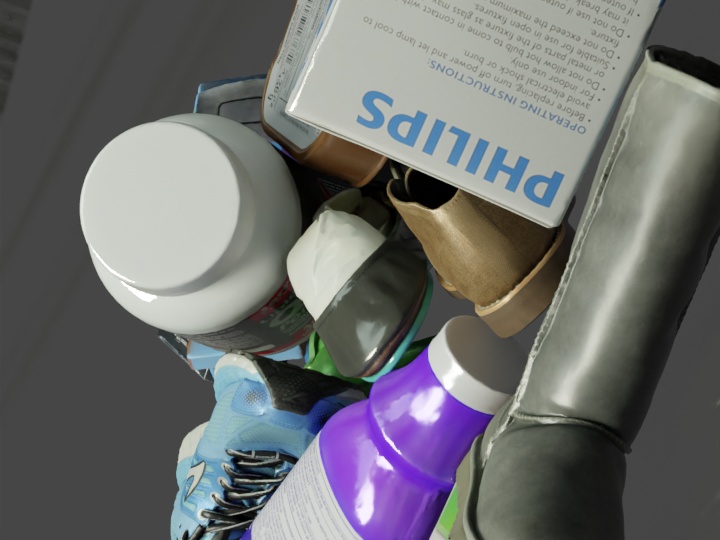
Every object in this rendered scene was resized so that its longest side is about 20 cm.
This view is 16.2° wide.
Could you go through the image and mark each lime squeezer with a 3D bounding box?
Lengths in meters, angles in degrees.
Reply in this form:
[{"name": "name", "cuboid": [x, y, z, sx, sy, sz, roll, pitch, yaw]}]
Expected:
[{"name": "lime squeezer", "cuboid": [0.000, 0.038, 1.319, 0.071, 0.038, 0.200, -49, 13, -4]}]

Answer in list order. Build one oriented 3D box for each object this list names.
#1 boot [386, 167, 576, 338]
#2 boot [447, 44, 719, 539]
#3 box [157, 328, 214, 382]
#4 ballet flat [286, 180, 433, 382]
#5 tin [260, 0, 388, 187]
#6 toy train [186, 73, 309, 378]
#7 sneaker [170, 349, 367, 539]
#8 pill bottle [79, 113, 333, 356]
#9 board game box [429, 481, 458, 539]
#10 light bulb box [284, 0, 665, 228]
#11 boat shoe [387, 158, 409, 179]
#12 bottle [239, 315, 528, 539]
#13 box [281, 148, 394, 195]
[{"name": "boot", "cuboid": [0.049, -0.029, 1.134, 0.074, 0.075, 0.200, -46, 8, 3]}, {"name": "boot", "cuboid": [0.103, 0.024, 0.958, 0.200, 0.072, 0.182, -60, 17, 15]}, {"name": "box", "cuboid": [-0.076, -0.010, 1.683, 0.200, 0.046, 0.160, -157, 86, -76]}, {"name": "ballet flat", "cuboid": [0.000, 0.000, 1.242, 0.068, 0.068, 0.200, -52, 4, 15]}, {"name": "tin", "cuboid": [-0.009, -0.107, 1.285, 0.200, 0.042, 0.112, -138, 64, -73]}, {"name": "toy train", "cuboid": [-0.060, -0.020, 1.481, 0.114, 0.086, 0.200, 68, -159, -44]}, {"name": "sneaker", "cuboid": [-0.050, 0.108, 1.257, 0.200, 0.078, 0.090, 117, 168, -61]}, {"name": "pill bottle", "cuboid": [-0.076, -0.019, 1.295, 0.200, 0.110, 0.111, 31, -103, -76]}, {"name": "board game box", "cuboid": [0.029, 0.180, 1.096, 0.201, 0.030, 0.096, -64, 16, 17]}, {"name": "light bulb box", "cuboid": [0.074, -0.151, 1.065, 0.198, 0.124, 0.201, -64, -2, -71]}, {"name": "boat shoe", "cuboid": [0.062, -0.128, 1.266, 0.063, 0.073, 0.202, 126, 164, -70]}, {"name": "bottle", "cuboid": [0.009, 0.104, 1.166, 0.200, 0.065, 0.084, -55, 42, 33]}, {"name": "box", "cuboid": [0.021, -0.140, 1.432, 0.141, 0.079, 0.201, -48, 27, 52]}]
